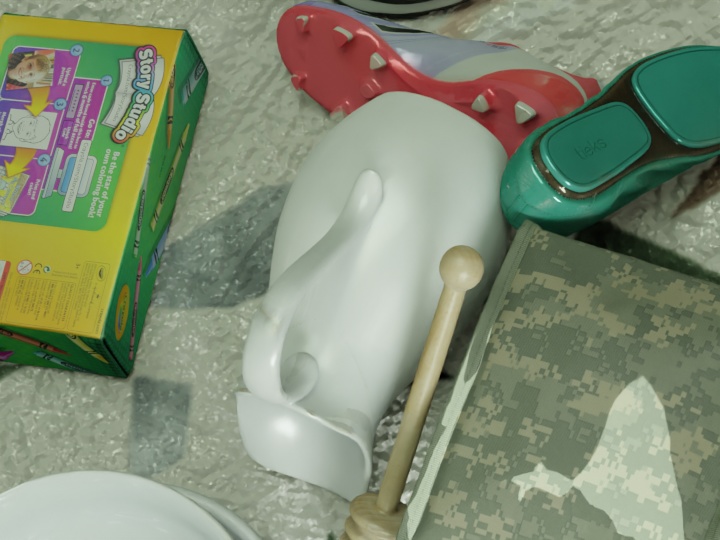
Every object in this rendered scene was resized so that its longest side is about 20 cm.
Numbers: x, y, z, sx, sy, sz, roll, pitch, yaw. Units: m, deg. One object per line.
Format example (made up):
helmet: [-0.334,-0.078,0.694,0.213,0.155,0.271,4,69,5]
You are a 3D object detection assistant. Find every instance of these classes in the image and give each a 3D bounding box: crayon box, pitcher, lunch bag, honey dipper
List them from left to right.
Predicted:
crayon box: [-0.170,-0.046,1.405,0.118,0.058,0.201,7,67,16]
pitcher: [0.000,0.000,1.279,0.121,0.172,0.201,21,72,16]
honey dipper: [0.028,0.078,1.243,0.038,0.038,0.201,29,116,24]
lunch bag: [0.123,0.102,1.235,0.163,0.118,0.201,18,66,19]

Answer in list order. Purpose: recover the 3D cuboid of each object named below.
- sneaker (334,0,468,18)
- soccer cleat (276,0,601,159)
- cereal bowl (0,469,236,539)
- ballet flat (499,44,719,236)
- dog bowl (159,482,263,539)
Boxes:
sneaker: [-0.013,-0.209,1.413,0.199,0.115,0.076,6,66,15]
soccer cleat: [0.043,-0.110,1.393,0.199,0.067,0.076,21,33,30]
cereal bowl: [-0.128,0.203,1.174,0.199,0.083,0.201,-5,64,11]
ballet flat: [0.143,-0.069,1.325,0.199,0.070,0.068,-26,78,-41]
dog bowl: [-0.117,0.216,1.258,0.199,0.079,0.201,-5,64,11]
